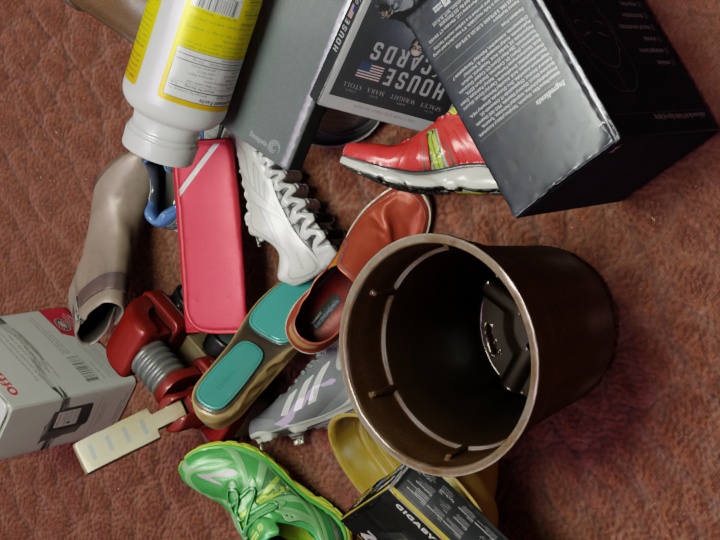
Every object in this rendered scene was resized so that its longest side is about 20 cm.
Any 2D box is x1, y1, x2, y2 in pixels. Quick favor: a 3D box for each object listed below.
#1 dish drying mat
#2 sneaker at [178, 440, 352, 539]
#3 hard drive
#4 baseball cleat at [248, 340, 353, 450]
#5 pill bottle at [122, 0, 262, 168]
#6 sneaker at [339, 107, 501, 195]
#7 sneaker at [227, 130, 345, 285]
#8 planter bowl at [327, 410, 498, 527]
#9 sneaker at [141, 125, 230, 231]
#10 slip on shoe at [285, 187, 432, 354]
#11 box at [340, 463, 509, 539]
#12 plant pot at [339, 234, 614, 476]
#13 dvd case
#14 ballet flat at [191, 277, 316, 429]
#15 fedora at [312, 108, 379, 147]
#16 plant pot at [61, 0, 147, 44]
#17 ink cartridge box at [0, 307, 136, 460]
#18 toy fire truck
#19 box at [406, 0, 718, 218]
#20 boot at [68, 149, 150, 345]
[{"bbox_3d":[-0.157,-0.035,1.573,0.076,0.018,0.203,-1,96,23],"label":"dish drying mat"},{"bbox_3d":[-0.100,0.245,1.563,0.198,0.084,0.075,30,120,4],"label":"sneaker"},{"bbox_3d":[-0.074,-0.217,1.447,0.139,0.033,0.202,35,113,30],"label":"hard drive"},{"bbox_3d":[-0.038,0.110,1.558,0.198,0.070,0.108,-22,76,25],"label":"baseball cleat"},{"bbox_3d":[-0.162,-0.204,1.429,0.104,0.104,0.202,31,110,29],"label":"pill bottle"},{"bbox_3d":[0.079,-0.115,1.429,0.197,0.077,0.086,3,87,12],"label":"sneaker"},{"bbox_3d":[-0.093,-0.076,1.557,0.081,0.075,0.201,-37,72,20],"label":"sneaker"},{"bbox_3d":[0.070,0.182,1.447,0.199,0.084,0.201,33,151,21],"label":"planter bowl"},{"bbox_3d":[-0.188,-0.136,1.619,0.076,0.085,0.203,14,103,33],"label":"sneaker"},{"bbox_3d":[0.000,0.000,1.481,0.074,0.061,0.200,41,91,-1],"label":"slip on shoe"},{"bbox_3d":[0.086,0.269,1.407,0.200,0.049,0.160,43,156,0],"label":"box"},{"bbox_3d":[0.116,0.060,1.344,0.198,0.197,0.203,5,99,34],"label":"plant pot"},{"bbox_3d":[0.055,-0.229,1.400,0.025,0.149,0.202,52,124,48],"label":"dvd case"},{"bbox_3d":[-0.101,0.081,1.558,0.068,0.200,0.063,35,157,22],"label":"ballet flat"},{"bbox_3d":[-0.054,-0.219,1.509,0.176,0.090,0.202,-26,80,35],"label":"fedora"},{"bbox_3d":[-0.210,-0.316,1.559,0.198,0.200,0.202,39,116,18],"label":"plant pot"},{"bbox_3d":[-0.377,0.125,1.712,0.145,0.199,0.084,41,116,25],"label":"ink cartridge box"},{"bbox_3d":[-0.218,0.121,1.598,0.176,0.199,0.129,45,118,22],"label":"toy fire truck"},{"bbox_3d":[0.174,-0.165,1.286,0.124,0.199,0.198,-38,73,34],"label":"box"},{"bbox_3d":[-0.270,-0.018,1.664,0.201,0.069,0.148,122,153,-43],"label":"boot"}]
